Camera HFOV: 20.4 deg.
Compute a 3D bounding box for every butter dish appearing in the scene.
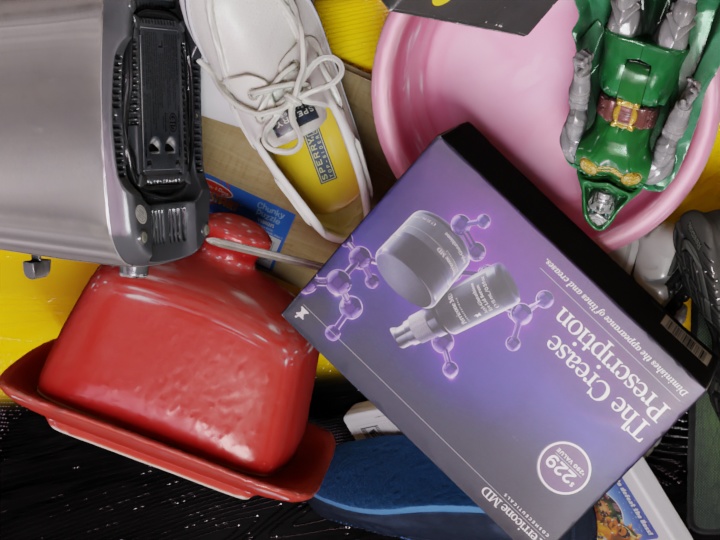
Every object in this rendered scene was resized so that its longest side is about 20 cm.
[{"bbox_3d":[-0.096,0.037,1.219,0.198,0.200,0.149,19,98,2],"label":"butter dish"}]

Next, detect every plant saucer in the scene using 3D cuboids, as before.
[{"bbox_3d":[0.107,-0.106,1.153,0.199,0.051,0.202,2,107,8],"label":"plant saucer"}]

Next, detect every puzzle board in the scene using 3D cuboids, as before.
[{"bbox_3d":[-0.015,-0.054,1.236,0.199,0.017,0.151,24,119,1],"label":"puzzle board"}]

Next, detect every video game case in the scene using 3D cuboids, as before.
[{"bbox_3d":[0.095,0.130,1.255,0.199,0.018,0.144,-15,113,46],"label":"video game case"}]

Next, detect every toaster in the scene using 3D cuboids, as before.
[{"bbox_3d":[-0.164,-0.096,1.143,0.128,0.114,0.201,0,95,21],"label":"toaster"}]

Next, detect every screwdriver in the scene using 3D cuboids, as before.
[{"bbox_3d":[0.000,0.000,1.198,0.199,0.028,0.029,19,116,-28],"label":"screwdriver"}]

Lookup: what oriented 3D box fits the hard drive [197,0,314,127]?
[{"bbox_3d":[-0.126,-0.168,1.186,0.199,0.027,0.133,17,118,10],"label":"hard drive"}]

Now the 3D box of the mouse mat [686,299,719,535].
[{"bbox_3d":[0.278,0.072,1.216,0.160,0.008,0.201,-5,115,-2],"label":"mouse mat"}]

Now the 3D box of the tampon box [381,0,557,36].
[{"bbox_3d":[0.042,-0.245,1.017,0.150,0.126,0.200,-49,62,26],"label":"tampon box"}]

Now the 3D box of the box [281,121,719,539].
[{"bbox_3d":[0.078,0.038,1.118,0.200,0.079,0.141,43,109,5],"label":"box"}]

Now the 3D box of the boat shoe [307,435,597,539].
[{"bbox_3d":[0.051,0.154,1.236,0.199,0.084,0.069,7,132,38],"label":"boat shoe"}]

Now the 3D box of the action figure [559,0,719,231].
[{"bbox_3d":[0.151,-0.110,1.083,0.117,0.055,0.201,17,122,12],"label":"action figure"}]

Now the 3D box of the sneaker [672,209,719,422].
[{"bbox_3d":[0.243,0.043,1.154,0.090,0.076,0.201,-21,125,-5],"label":"sneaker"}]

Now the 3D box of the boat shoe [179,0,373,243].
[{"bbox_3d":[-0.043,-0.095,1.126,0.074,0.086,0.203,-23,123,-2],"label":"boat shoe"}]

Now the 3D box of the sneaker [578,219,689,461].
[{"bbox_3d":[0.153,0.053,1.229,0.081,0.075,0.201,19,120,23],"label":"sneaker"}]

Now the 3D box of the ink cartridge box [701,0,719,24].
[{"bbox_3d":[0.254,-0.154,1.099,0.116,0.068,0.201,-23,108,22],"label":"ink cartridge box"}]
